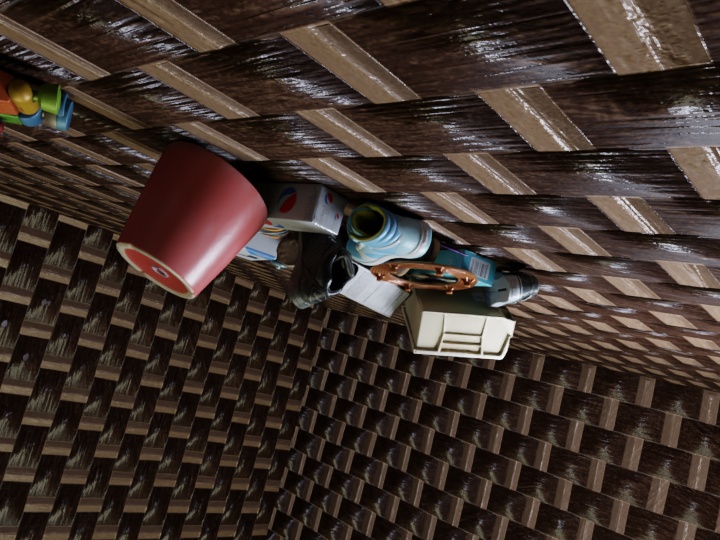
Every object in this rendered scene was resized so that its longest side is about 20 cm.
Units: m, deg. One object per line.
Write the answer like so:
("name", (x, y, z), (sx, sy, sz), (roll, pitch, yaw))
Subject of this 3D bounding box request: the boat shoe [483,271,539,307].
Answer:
("boat shoe", (0.290, 0.038, 1.217), (0.070, 0.073, 0.200), (-1, -178, -4))

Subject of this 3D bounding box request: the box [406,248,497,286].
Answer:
("box", (0.172, -0.005, 1.239), (0.081, 0.050, 0.199), (19, 172, -25))

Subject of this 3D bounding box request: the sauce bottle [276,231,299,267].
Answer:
("sauce bottle", (-0.132, -0.050, 1.347), (0.065, 0.067, 0.200), (15, -172, 3))

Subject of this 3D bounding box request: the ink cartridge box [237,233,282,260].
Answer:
("ink cartridge box", (-0.280, -0.083, 1.464), (0.144, 0.085, 0.199), (19, 172, -25))

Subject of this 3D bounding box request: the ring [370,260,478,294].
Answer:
("ring", (0.115, 0.016, 1.151), (0.197, 0.020, 0.201), (8, 167, 2))

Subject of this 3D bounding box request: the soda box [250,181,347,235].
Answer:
("soda box", (-0.120, -0.106, 1.053), (0.198, 0.064, 0.068), (10, 171, 42))

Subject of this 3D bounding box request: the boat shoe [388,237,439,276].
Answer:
("boat shoe", (0.071, -0.035, 1.156), (0.069, 0.071, 0.200), (10, 166, -19))

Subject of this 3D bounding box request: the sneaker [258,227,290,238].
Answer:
("sneaker", (-0.222, -0.110, 1.209), (0.197, 0.079, 0.077), (7, 176, -17))

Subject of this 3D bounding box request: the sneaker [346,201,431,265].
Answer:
("sneaker", (0.010, -0.064, 1.044), (0.129, 0.081, 0.199), (18, 163, -35))

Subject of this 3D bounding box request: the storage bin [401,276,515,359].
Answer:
("storage bin", (0.201, 0.092, 1.326), (0.196, 0.095, 0.200), (5, -159, -5))

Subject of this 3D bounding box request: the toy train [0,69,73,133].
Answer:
("toy train", (-0.433, -0.226, 0.788), (0.114, 0.086, 0.200), (7, 175, -19))

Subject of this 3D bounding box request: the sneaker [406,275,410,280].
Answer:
("sneaker", (0.099, 0.002, 1.436), (0.198, 0.078, 0.080), (26, -174, -27))

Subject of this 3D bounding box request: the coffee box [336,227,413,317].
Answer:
("coffee box", (0.000, 0.000, 1.270), (0.199, 0.080, 0.114), (27, -153, -35))

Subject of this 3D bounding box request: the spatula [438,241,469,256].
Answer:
("spatula", (0.124, -0.043, 1.170), (0.056, 0.021, 0.199), (18, 173, -28))

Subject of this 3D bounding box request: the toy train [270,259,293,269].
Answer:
("toy train", (-0.153, -0.037, 1.585), (0.198, 0.086, 0.114), (16, -175, -16))

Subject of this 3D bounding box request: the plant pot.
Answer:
("plant pot", (-0.270, -0.068, 0.985), (0.199, 0.179, 0.201), (25, 157, 12))

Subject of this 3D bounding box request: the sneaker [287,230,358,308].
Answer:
("sneaker", (-0.052, -0.034, 1.060), (0.113, 0.201, 0.076), (-15, 136, 26))
